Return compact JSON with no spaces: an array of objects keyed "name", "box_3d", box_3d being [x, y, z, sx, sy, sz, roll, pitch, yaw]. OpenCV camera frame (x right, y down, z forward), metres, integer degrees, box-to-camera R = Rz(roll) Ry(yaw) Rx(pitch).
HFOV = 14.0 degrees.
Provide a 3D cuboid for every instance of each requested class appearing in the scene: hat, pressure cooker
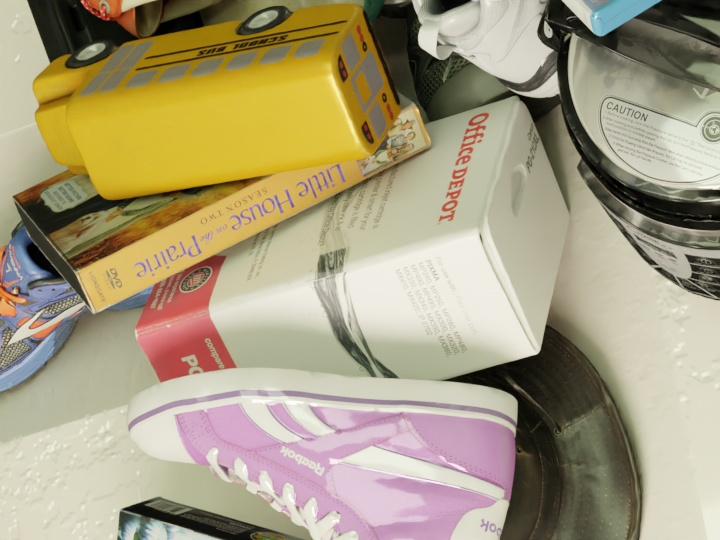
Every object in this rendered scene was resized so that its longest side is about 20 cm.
[{"name":"hat","box_3d":[0.046,0.106,1.519,0.200,0.081,0.201,-9,69,23]},{"name":"pressure cooker","box_3d":[0.189,-0.090,1.447,0.176,0.200,0.179,-22,64,14]}]

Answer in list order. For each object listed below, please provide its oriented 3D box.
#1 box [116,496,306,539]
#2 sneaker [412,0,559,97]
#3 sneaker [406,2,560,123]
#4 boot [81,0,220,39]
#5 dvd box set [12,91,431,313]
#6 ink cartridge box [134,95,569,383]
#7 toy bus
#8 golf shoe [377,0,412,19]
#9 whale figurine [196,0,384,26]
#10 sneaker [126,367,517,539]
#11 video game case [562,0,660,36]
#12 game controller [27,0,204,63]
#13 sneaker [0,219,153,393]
[{"name":"box","box_3d":[-0.042,0.208,1.521,0.200,0.040,0.137,13,104,30]},{"name":"sneaker","box_3d":[0.085,-0.191,1.483,0.075,0.115,0.200,19,98,38]},{"name":"sneaker","box_3d":[0.107,-0.157,1.585,0.199,0.076,0.114,-31,68,20]},{"name":"boot","box_3d":[-0.150,-0.172,1.579,0.200,0.075,0.107,-12,85,35]},{"name":"dvd box set","box_3d":[-0.077,-0.052,1.565,0.200,0.029,0.146,-26,25,-10]},{"name":"ink cartridge box","box_3d":[0.000,0.000,1.540,0.200,0.084,0.145,-16,27,21]},{"name":"toy bus","box_3d":[-0.081,-0.085,1.518,0.200,0.065,0.078,-8,29,27]},{"name":"golf shoe","box_3d":[0.024,-0.242,1.647,0.078,0.094,0.200,3,75,26]},{"name":"whale figurine","box_3d":[-0.016,-0.198,1.575,0.200,0.104,0.159,-52,52,41]},{"name":"sneaker","box_3d":[-0.026,0.111,1.450,0.200,0.073,0.115,2,72,16]},{"name":"video game case","box_3d":[0.119,-0.209,1.425,0.143,0.018,0.200,-31,51,-9]},{"name":"game controller","box_3d":[-0.148,-0.172,1.644,0.104,0.042,0.200,-33,67,27]},{"name":"sneaker","box_3d":[-0.188,0.004,1.673,0.200,0.078,0.075,-32,61,13]}]
